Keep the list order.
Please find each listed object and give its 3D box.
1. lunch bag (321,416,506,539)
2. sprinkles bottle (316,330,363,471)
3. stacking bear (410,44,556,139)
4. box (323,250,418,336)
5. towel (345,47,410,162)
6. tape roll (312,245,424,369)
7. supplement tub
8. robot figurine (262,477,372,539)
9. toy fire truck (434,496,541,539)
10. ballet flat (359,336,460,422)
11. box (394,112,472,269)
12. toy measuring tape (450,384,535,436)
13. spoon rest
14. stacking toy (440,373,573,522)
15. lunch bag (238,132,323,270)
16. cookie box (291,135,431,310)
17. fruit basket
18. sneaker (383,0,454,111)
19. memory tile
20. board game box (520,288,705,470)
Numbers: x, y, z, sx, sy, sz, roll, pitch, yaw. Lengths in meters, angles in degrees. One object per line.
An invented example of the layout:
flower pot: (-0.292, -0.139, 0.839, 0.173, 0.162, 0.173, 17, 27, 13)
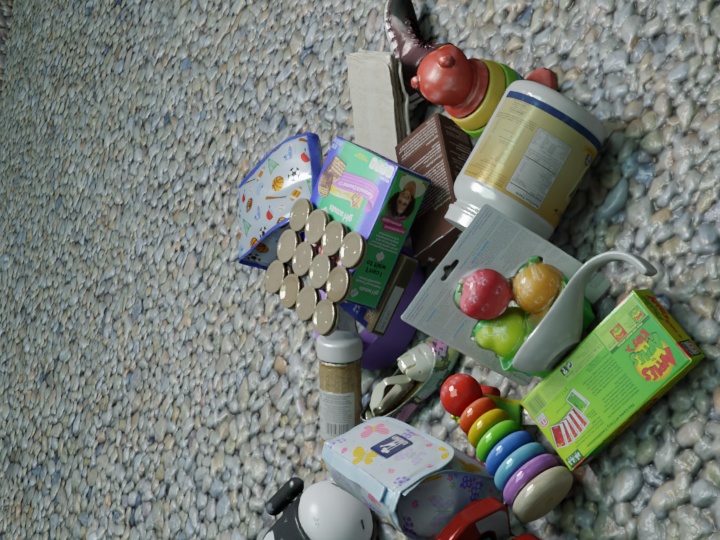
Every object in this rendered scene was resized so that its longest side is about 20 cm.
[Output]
lunch bag: (0.069, 0.268, 1.368, 0.169, 0.198, 0.129, 21, 92, 54)
sprinkles bottle: (-0.029, 0.193, 1.574, 0.068, 0.067, 0.204, 21, 116, 53)
stacking bear: (0.159, -0.242, 1.455, 0.121, 0.198, 0.116, -24, 58, 45)
box: (0.000, 0.000, 1.600, 0.200, 0.032, 0.123, 38, 106, 53)
towel: (0.030, -0.248, 1.704, 0.132, 0.034, 0.203, 24, 125, 55)
tape roll: (0.010, 0.047, 1.648, 0.199, 0.065, 0.203, -25, 57, 46)
supplement tub: (0.207, -0.124, 1.373, 0.144, 0.143, 0.202, 32, 92, 53)
robot figurine: (-0.067, 0.394, 1.560, 0.201, 0.149, 0.126, -51, 20, 27)
toy fire truck: (0.127, 0.373, 1.248, 0.112, 0.166, 0.203, 29, 134, 52)
ballet flat: (0.067, 0.157, 1.523, 0.201, 0.070, 0.070, -52, 42, 25)
box: (0.119, -0.117, 1.566, 0.100, 0.074, 0.203, -36, 48, 38)
toy measuring tape: (0.182, 0.180, 1.365, 0.199, 0.073, 0.075, -9, 68, 51)
spoon rest: (0.250, 0.047, 1.242, 0.200, 0.099, 0.061, -46, 65, 21)
stacking toy: (0.168, 0.203, 1.304, 0.086, 0.085, 0.201, -53, 55, 23)
lunch bag: (-0.119, -0.115, 1.835, 0.200, 0.122, 0.172, -43, 44, 44)
cookie box: (-0.007, -0.070, 1.548, 0.171, 0.074, 0.203, 32, 102, 51)
fruit basket: (0.179, 0.033, 1.324, 0.186, 0.198, 0.094, -55, 12, 23)
sneaker: (0.102, -0.361, 1.698, 0.115, 0.075, 0.204, -16, 74, 43)
memory tile: (-0.066, -0.007, 1.524, 0.199, 0.017, 0.155, 35, 106, 50)
board game box: (0.288, 0.127, 1.239, 0.201, 0.047, 0.102, -50, 64, 28)
